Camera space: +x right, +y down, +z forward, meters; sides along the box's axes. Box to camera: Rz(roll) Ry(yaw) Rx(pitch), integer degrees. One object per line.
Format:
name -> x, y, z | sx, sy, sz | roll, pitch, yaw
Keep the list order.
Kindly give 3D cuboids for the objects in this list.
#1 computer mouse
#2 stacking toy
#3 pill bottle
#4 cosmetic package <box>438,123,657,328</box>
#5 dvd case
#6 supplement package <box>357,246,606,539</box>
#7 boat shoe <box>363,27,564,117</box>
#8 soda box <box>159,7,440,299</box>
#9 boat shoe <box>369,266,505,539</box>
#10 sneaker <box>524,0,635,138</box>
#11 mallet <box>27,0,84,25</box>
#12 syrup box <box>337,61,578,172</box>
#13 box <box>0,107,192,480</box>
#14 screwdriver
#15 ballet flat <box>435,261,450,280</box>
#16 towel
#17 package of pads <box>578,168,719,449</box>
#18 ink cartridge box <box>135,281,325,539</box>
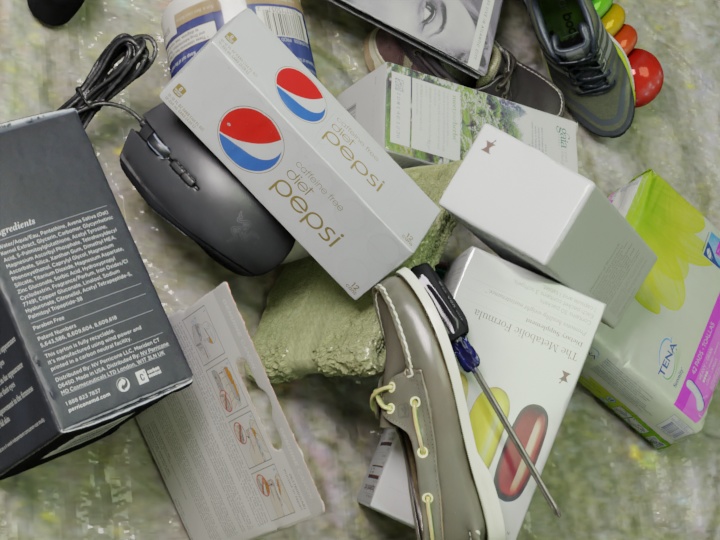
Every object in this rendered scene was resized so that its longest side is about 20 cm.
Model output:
computer mouse -> -0.149, -0.057, 1.167 | 0.140, 0.046, 0.200 | -41, 88, 8
stacking toy -> 0.208, -0.234, 1.494 | 0.200, 0.085, 0.086 | 48, 55, -13
pill bottle -> -0.081, -0.109, 1.241 | 0.110, 0.111, 0.202 | -5, 77, -33
cosmetic package -> 0.146, -0.029, 1.243 | 0.072, 0.101, 0.200 | -58, 152, -1
dvd case -> 0.034, -0.264, 1.354 | 0.199, 0.016, 0.150 | 25, 62, -20
supplement package -> 0.087, 0.101, 1.216 | 0.113, 0.110, 0.202 | 22, 83, -3
boat shoe -> 0.099, -0.167, 1.406 | 0.198, 0.065, 0.073 | 20, 63, -24
soda box -> -0.041, -0.081, 1.140 | 0.200, 0.068, 0.064 | 46, 37, -8
boat shoe -> 0.042, 0.101, 1.122 | 0.060, 0.072, 0.204 | -17, 88, -10
sneaker -> 0.186, -0.193, 1.430 | 0.201, 0.073, 0.081 | 58, 21, -29
mallet -> -0.212, -0.285, 1.253 | 0.041, 0.066, 0.202 | 19, 63, -23
syrup box -> 0.082, -0.099, 1.359 | 0.198, 0.081, 0.080 | 14, 67, -30
box -> -0.218, 0.018, 1.086 | 0.104, 0.148, 0.202 | -20, 84, -35
screwdriver -> 0.087, 0.083, 1.146 | 0.028, 0.029, 0.201 | -30, 83, -1
ballet flat -> 0.095, 0.090, 1.314 | 0.071, 0.069, 0.202 | -9, 80, -52
towel -> 0.000, 0.000, 1.236 | 0.037, 0.147, 0.201 | 48, 52, -32
package of pads -> 0.253, 0.029, 1.428 | 0.154, 0.068, 0.201 | 38, 56, -15
ink cartridge box -> -0.086, 0.100, 1.106 | 0.050, 0.200, 0.162 | -22, 85, -36
